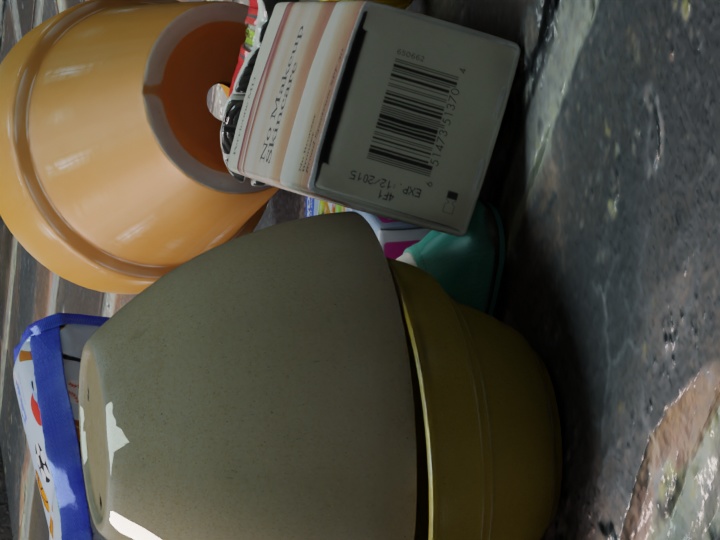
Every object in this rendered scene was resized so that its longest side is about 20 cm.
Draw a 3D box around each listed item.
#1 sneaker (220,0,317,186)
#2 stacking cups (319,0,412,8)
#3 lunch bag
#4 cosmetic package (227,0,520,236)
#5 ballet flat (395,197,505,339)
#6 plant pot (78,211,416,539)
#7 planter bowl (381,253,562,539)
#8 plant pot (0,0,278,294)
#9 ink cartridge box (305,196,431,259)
[{"bbox_3d":[-0.039,-0.145,1.714,0.085,0.077,0.200,-96,17,-60],"label":"sneaker"},{"bbox_3d":[0.011,-0.238,1.488,0.061,0.060,0.200,-115,27,-57],"label":"stacking cups"},{"bbox_3d":[-0.132,0.131,1.649,0.200,0.124,0.170,51,-157,-61],"label":"lunch bag"},{"bbox_3d":[0.002,-0.081,1.441,0.200,0.087,0.104,-165,91,-76],"label":"cosmetic package"},{"bbox_3d":[0.024,0.039,1.466,0.200,0.070,0.067,103,159,-50],"label":"ballet flat"},{"bbox_3d":[-0.063,0.074,1.346,0.200,0.134,0.201,177,90,-76],"label":"plant pot"},{"bbox_3d":[0.046,0.085,1.359,0.200,0.083,0.201,177,90,-76],"label":"planter bowl"},{"bbox_3d":[-0.123,-0.096,1.837,0.183,0.200,0.200,-18,75,60],"label":"plant pot"},{"bbox_3d":[0.000,0.000,1.630,0.200,0.042,0.120,-123,33,-67],"label":"ink cartridge box"}]
